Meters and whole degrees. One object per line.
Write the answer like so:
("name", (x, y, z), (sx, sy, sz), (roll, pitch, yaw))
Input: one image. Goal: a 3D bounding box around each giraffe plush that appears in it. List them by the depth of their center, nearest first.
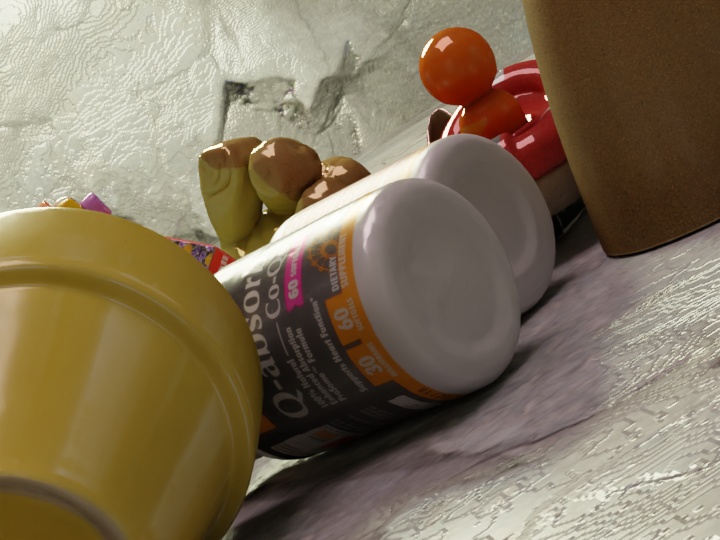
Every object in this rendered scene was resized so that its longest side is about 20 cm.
("giraffe plush", (-0.034, -0.030, 1.534), (0.162, 0.173, 0.200), (-24, -35, -44))

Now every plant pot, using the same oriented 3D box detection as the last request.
("plant pot", (-0.150, 0.097, 0.864), (0.200, 0.201, 0.189), (-29, 22, 14))
("plant pot", (0.174, -0.141, 1.067), (0.186, 0.200, 0.186), (-30, 8, 5))

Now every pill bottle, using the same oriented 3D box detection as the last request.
("pill bottle", (-0.021, 0.036, 0.989), (0.200, 0.117, 0.116), (-26, 8, 39))
("pill bottle", (0.013, 0.001, 1.118), (0.200, 0.112, 0.112), (-24, 10, 45))

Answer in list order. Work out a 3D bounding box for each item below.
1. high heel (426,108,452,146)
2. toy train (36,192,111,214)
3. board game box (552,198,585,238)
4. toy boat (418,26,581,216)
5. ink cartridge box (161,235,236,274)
("high heel", (0.072, -0.084, 1.472), (0.067, 0.096, 0.200), (-29, 1, 3))
("toy train", (-0.257, 0.003, 1.366), (0.150, 0.056, 0.200), (-37, -19, -26))
("board game box", (0.077, -0.017, 1.319), (0.200, 0.028, 0.135), (-28, 7, 28))
("toy boat", (0.085, -0.102, 1.222), (0.130, 0.131, 0.200), (-27, 10, 20))
("ink cartridge box", (-0.136, 0.007, 1.347), (0.109, 0.200, 0.050), (11, 75, 33))
